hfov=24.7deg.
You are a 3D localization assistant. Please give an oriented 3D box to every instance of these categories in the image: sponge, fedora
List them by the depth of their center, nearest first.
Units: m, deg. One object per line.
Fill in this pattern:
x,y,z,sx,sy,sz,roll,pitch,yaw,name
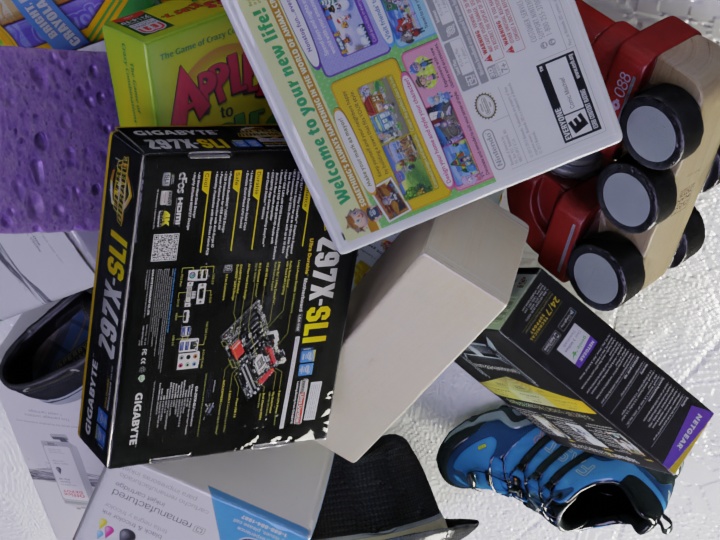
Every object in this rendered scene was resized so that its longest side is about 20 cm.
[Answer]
-0.150,-0.082,1.037,0.030,0.198,0.113,7,98,49,sponge
0.000,0.182,1.318,0.199,0.200,0.093,-12,85,31,fedora

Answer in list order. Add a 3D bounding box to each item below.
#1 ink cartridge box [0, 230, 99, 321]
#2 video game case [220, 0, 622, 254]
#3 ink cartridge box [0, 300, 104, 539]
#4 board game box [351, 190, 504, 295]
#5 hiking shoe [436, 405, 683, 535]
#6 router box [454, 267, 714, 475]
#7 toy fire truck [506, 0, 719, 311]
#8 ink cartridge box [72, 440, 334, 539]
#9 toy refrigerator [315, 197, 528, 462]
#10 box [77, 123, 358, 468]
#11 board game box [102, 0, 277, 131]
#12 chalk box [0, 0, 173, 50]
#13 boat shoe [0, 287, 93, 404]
-0.202,-0.045,1.149,0.199,0.146,0.084,-16,112,52,ink cartridge box
0.032,-0.127,0.921,0.180,0.022,0.201,-22,117,7,video game case
-0.207,0.103,1.322,0.082,0.147,0.201,5,133,19,ink cartridge box
0.000,0.000,1.171,0.104,0.104,0.200,32,134,-10,board game box
0.145,0.156,1.262,0.198,0.087,0.075,-3,129,25,hiking shoe
0.131,0.065,1.137,0.157,0.052,0.200,39,170,-13,router box
0.124,-0.093,1.043,0.200,0.128,0.177,39,137,26,toy fire truck
-0.124,0.183,1.182,0.145,0.147,0.201,23,123,-6,ink cartridge box
0.028,0.037,1.069,0.070,0.076,0.200,31,134,-9,toy refrigerator
-0.082,0.014,0.996,0.049,0.158,0.202,34,122,48,box
-0.092,-0.068,1.020,0.047,0.101,0.202,28,133,43,board game box
-0.209,-0.215,1.053,0.198,0.125,0.125,-13,124,30,chalk box
-0.172,0.029,1.143,0.200,0.056,0.069,-40,65,21,boat shoe
